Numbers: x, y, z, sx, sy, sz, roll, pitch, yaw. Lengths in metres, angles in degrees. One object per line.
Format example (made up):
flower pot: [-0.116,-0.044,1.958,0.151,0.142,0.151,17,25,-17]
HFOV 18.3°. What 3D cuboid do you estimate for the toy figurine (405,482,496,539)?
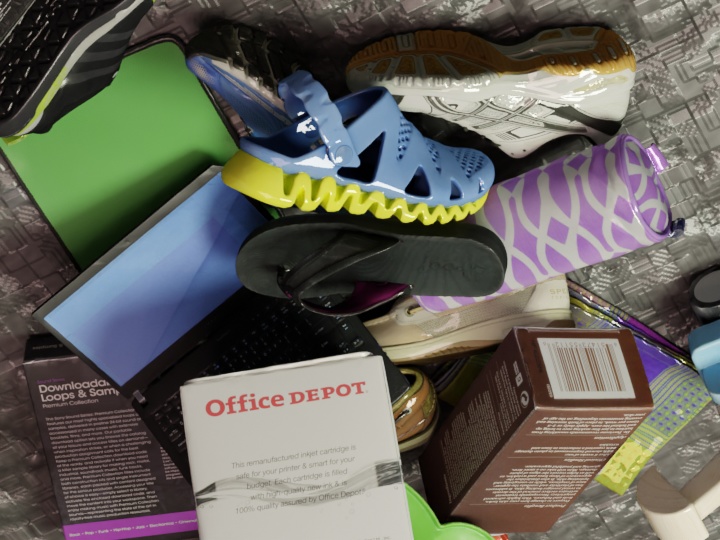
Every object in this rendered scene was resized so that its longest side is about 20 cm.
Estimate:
toy figurine: [-0.012,0.244,1.704,0.200,0.150,0.184,8,159,-21]

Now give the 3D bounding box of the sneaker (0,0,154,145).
sneaker: [-0.187,-0.166,1.512,0.200,0.072,0.083,-44,160,13]

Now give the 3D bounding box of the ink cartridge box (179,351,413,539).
ink cartridge box: [-0.040,0.170,1.554,0.144,0.200,0.084,-8,165,-2]

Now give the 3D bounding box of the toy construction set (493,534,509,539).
toy construction set: [0.050,0.252,1.811,0.200,0.092,0.131,-28,123,30]

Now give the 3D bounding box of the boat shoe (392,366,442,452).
boat shoe: [-0.038,0.124,1.697,0.200,0.072,0.068,-27,150,-2]

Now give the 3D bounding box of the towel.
towel: [0.167,0.089,1.729,0.200,0.023,0.144,30,119,-22]

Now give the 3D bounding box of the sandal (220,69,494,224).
sandal: [0.008,-0.082,1.488,0.200,0.079,0.087,5,106,-35]

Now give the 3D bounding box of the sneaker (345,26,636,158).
sneaker: [0.089,-0.114,1.543,0.200,0.076,0.088,0,126,-2]

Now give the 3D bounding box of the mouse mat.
mouse mat: [-0.158,-0.065,1.612,0.161,0.008,0.200,-21,125,13]

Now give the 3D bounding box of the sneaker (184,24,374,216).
sneaker: [-0.055,-0.088,1.556,0.089,0.079,0.200,-36,120,20]

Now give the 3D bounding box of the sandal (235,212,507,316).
sandal: [0.000,-0.001,1.536,0.200,0.048,0.075,-2,135,23]

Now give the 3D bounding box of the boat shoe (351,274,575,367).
boat shoe: [0.060,0.033,1.661,0.200,0.065,0.072,-11,172,23]

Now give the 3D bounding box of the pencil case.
pencil case: [0.120,-0.035,1.565,0.200,0.086,0.084,-18,121,24]

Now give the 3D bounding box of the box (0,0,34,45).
box: [-0.277,-0.229,1.437,0.164,0.086,0.200,31,120,-22]

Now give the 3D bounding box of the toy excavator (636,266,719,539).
toy excavator: [0.285,0.092,1.625,0.194,0.200,0.100,-22,124,13]

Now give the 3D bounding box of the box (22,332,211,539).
box: [-0.173,0.130,1.739,0.143,0.036,0.200,-6,128,0]

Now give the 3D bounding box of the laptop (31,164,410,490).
laptop: [-0.098,0.059,1.613,0.177,0.103,0.200,-39,77,6]

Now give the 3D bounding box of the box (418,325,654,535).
box: [0.127,0.121,1.655,0.100,0.075,0.200,2,145,-23]
